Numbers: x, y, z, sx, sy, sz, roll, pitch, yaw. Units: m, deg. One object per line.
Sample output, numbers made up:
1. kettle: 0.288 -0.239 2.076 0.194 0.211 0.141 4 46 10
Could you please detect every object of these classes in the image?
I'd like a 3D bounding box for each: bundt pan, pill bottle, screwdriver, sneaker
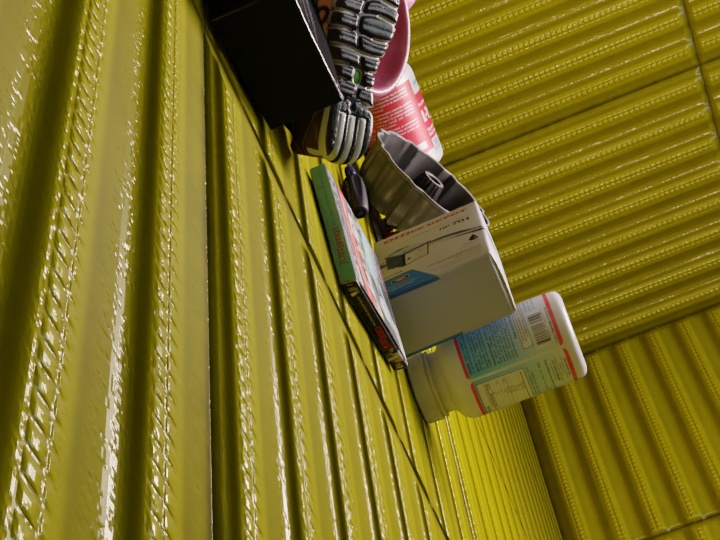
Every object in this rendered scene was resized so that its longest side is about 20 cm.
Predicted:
1. bundt pan: 0.077 -0.096 1.934 0.201 0.076 0.202 36 19 -15
2. pill bottle: 0.042 -0.245 2.170 0.112 0.111 0.202 -92 160 -70
3. screwdriver: -0.016 -0.133 1.741 0.201 0.028 0.029 -104 -159 -48
4. sneaker: -0.034 -0.202 1.373 0.075 0.115 0.203 18 82 -39
5. pill bottle: 0.158 0.107 1.683 0.109 0.198 0.110 -20 90 -83

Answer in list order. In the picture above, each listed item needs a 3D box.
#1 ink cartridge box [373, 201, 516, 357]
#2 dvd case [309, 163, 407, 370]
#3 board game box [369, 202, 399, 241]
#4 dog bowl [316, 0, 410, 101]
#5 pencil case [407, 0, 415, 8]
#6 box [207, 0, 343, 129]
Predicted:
1. ink cartridge box: 0.095 0.008 1.697 0.200 0.145 0.087 -94 160 -69
2. dvd case: 0.000 0.000 1.494 0.200 0.022 0.147 58 14 -57
3. board game box: 0.066 -0.005 1.949 0.158 0.039 0.202 -81 149 -77
4. dog bowl: -0.014 -0.274 1.587 0.199 0.073 0.203 4 85 -59
5. pencil case: -0.003 -0.387 1.704 0.086 0.083 0.200 22 -19 38
6. box: -0.088 -0.250 1.277 0.142 0.078 0.201 58 13 -49
